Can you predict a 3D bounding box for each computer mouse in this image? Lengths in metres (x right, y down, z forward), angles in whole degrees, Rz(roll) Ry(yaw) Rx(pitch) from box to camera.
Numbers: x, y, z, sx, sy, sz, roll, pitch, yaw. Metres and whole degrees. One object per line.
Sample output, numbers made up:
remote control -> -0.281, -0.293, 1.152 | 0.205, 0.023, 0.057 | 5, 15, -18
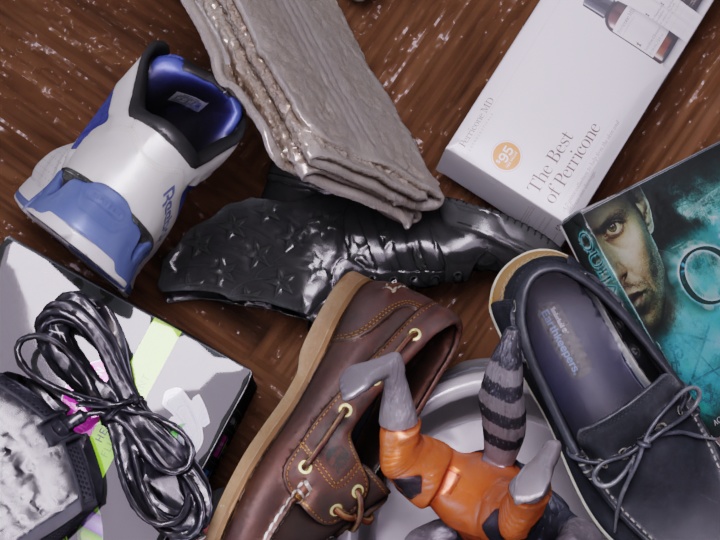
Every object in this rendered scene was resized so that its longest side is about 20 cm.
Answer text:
computer mouse -> -0.182, 0.114, 1.313 | 0.199, 0.053, 0.139 | -30, 82, -15

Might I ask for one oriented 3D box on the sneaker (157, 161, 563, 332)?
sneaker -> 0.000, 0.000, 1.448 | 0.199, 0.060, 0.105 | 21, 84, 6

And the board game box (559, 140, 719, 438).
board game box -> 0.212, -0.005, 1.419 | 0.199, 0.028, 0.136 | -26, 83, -33

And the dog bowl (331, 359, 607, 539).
dog bowl -> 0.075, 0.144, 1.426 | 0.198, 0.059, 0.202 | 0, 82, -1

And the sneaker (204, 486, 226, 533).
sneaker -> -0.072, 0.215, 1.409 | 0.073, 0.087, 0.202 | 6, 69, -39

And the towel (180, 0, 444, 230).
towel -> -0.037, -0.113, 1.398 | 0.034, 0.132, 0.201 | -38, 59, 19

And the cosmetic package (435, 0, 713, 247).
cosmetic package -> 0.127, -0.120, 1.455 | 0.082, 0.051, 0.201 | 31, 77, 4

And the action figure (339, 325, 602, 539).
action figure -> 0.090, 0.123, 1.298 | 0.199, 0.194, 0.105 | 15, 63, 26

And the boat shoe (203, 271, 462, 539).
boat shoe -> -0.016, 0.095, 1.359 | 0.070, 0.070, 0.201 | 21, 75, 21

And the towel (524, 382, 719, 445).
towel -> 0.196, 0.073, 1.413 | 0.199, 0.032, 0.192 | -29, 84, -34

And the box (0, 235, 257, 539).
box -> -0.161, 0.108, 1.398 | 0.148, 0.124, 0.201 | 28, 85, 2

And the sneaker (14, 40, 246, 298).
sneaker -> -0.110, -0.052, 1.381 | 0.080, 0.199, 0.115 | 41, 86, -8

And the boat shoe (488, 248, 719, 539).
boat shoe -> 0.131, 0.077, 1.321 | 0.074, 0.062, 0.201 | -33, 87, -5
